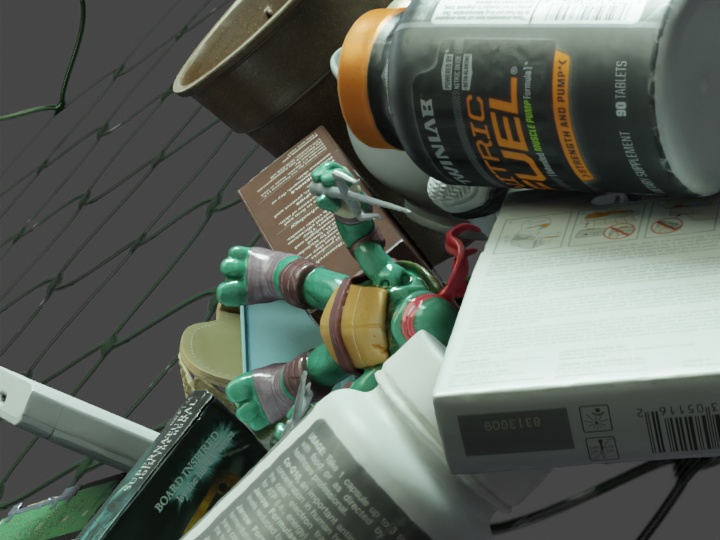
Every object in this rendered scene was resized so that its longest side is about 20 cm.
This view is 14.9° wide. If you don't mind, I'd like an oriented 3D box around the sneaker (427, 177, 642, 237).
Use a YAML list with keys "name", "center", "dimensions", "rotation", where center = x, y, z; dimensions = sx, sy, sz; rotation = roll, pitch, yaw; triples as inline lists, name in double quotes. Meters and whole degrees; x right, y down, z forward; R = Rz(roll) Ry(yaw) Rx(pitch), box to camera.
- name: "sneaker"
  center: [0.133, -0.057, 1.453]
  dimensions: [0.200, 0.115, 0.075]
  rotation: [-34, 18, 45]

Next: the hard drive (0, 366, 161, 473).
- name: "hard drive"
  center: [-0.107, 0.106, 1.520]
  dimensions: [0.027, 0.199, 0.132]
  rotation: [-68, 17, -4]

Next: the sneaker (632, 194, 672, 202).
- name: "sneaker"
  center: [0.126, -0.002, 1.356]
  dimensions: [0.084, 0.075, 0.200]
  rotation: [3, 38, 23]

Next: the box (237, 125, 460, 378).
- name: "box"
  center: [0.000, 0.000, 1.622]
  dimensions: [0.075, 0.100, 0.200]
  rotation: [-37, 27, 4]

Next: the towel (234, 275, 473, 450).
- name: "towel"
  center: [-0.015, 0.061, 1.720]
  dimensions: [0.149, 0.031, 0.200]
  rotation: [-52, 16, -21]

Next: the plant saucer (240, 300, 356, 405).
- name: "plant saucer"
  center: [-0.040, 0.047, 1.678]
  dimensions: [0.200, 0.069, 0.019]
  rotation: [-100, 19, -71]

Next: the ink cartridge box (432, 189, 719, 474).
- name: "ink cartridge box"
  center: [0.129, 0.018, 1.264]
  dimensions: [0.159, 0.047, 0.200]
  rotation: [-6, 27, 17]

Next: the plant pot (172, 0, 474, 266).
- name: "plant pot"
  center: [0.017, -0.119, 1.779]
  dimensions: [0.200, 0.198, 0.200]
  rotation: [-43, 14, 13]

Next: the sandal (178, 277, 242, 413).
- name: "sandal"
  center: [-0.078, 0.067, 1.742]
  dimensions: [0.212, 0.077, 0.070]
  rotation: [-74, 3, -73]

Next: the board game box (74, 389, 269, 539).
- name: "board game box"
  center: [-0.097, 0.179, 1.409]
  dimensions: [0.200, 0.135, 0.028]
  rotation: [-52, 24, -25]

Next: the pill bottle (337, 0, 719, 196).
- name: "pill bottle"
  center: [0.086, -0.092, 1.334]
  dimensions: [0.199, 0.107, 0.106]
  rotation: [4, 45, 37]

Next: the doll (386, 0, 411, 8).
- name: "doll"
  center: [0.105, -0.124, 1.510]
  dimensions: [0.136, 0.199, 0.049]
  rotation: [52, -128, -65]

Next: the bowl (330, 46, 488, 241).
- name: "bowl"
  center: [0.077, -0.073, 1.617]
  dimensions: [0.201, 0.200, 0.091]
  rotation: [-100, 15, -73]

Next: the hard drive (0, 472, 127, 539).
- name: "hard drive"
  center: [-0.207, 0.203, 1.529]
  dimensions: [0.139, 0.038, 0.200]
  rotation: [-20, 28, 50]

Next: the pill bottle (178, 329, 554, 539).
- name: "pill bottle"
  center: [-0.008, 0.131, 1.341]
  dimensions: [0.200, 0.113, 0.113]
  rotation: [-45, 14, 4]

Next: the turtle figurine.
- name: "turtle figurine"
  center: [-0.007, 0.029, 1.424]
  dimensions: [0.200, 0.100, 0.151]
  rotation: [-10, 68, 62]
